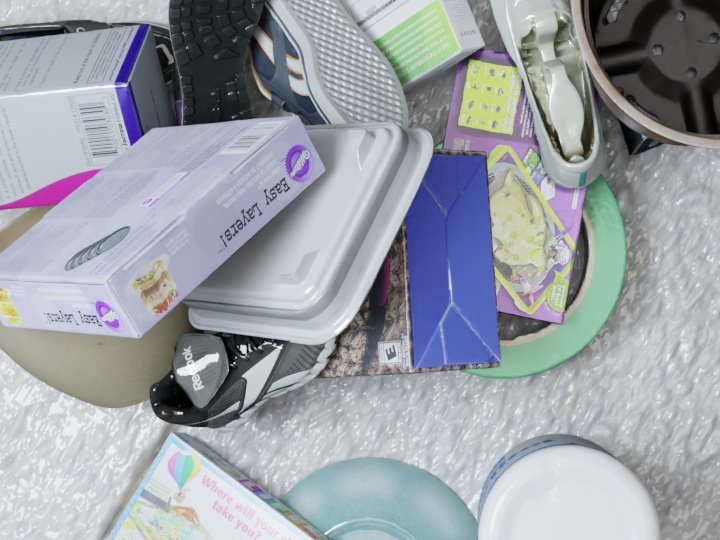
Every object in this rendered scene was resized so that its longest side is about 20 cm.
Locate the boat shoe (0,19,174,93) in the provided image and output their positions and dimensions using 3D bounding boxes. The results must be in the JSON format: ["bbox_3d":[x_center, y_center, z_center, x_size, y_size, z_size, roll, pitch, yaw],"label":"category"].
[{"bbox_3d":[-0.236,-0.177,1.304,0.197,0.066,0.071,3,87,4],"label":"boat shoe"}]

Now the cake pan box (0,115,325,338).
[{"bbox_3d":[-0.144,-0.035,1.088,0.200,0.183,0.053,-45,120,-32],"label":"cake pan box"}]

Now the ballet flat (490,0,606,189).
[{"bbox_3d":[0.147,-0.163,1.205,0.069,0.069,0.203,-15,86,3],"label":"ballet flat"}]

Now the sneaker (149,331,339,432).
[{"bbox_3d":[-0.090,0.066,1.170,0.200,0.090,0.067,-40,61,41],"label":"sneaker"}]

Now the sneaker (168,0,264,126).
[{"bbox_3d":[-0.125,-0.185,1.256,0.075,0.088,0.202,-3,118,-19],"label":"sneaker"}]

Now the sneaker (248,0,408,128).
[{"bbox_3d":[-0.029,-0.152,1.244,0.078,0.080,0.201,-9,57,-32],"label":"sneaker"}]

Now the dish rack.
[{"bbox_3d":[-0.050,-0.037,1.119,0.043,0.199,0.173,37,70,-33],"label":"dish rack"}]

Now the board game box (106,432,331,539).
[{"bbox_3d":[-0.104,0.241,1.263,0.199,0.034,0.135,34,95,17],"label":"board game box"}]

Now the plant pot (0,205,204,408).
[{"bbox_3d":[-0.195,0.027,1.246,0.198,0.201,0.136,-22,116,3],"label":"plant pot"}]

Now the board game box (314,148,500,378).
[{"bbox_3d":[0.000,0.000,1.209,0.199,0.096,0.162,-8,85,47],"label":"board game box"}]

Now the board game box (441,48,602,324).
[{"bbox_3d":[0.119,-0.067,1.246,0.118,0.032,0.203,11,88,8],"label":"board game box"}]

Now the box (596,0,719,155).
[{"bbox_3d":[0.282,-0.201,1.250,0.198,0.107,0.150,-21,86,3],"label":"box"}]

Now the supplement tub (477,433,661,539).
[{"bbox_3d":[0.152,0.192,1.191,0.130,0.200,0.134,0,87,3],"label":"supplement tub"}]

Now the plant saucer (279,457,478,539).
[{"bbox_3d":[0.007,0.254,1.279,0.198,0.039,0.204,0,87,5],"label":"plant saucer"}]

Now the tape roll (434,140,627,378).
[{"bbox_3d":[0.115,-0.014,1.281,0.197,0.048,0.204,0,86,4],"label":"tape roll"}]

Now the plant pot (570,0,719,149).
[{"bbox_3d":[0.238,-0.172,1.099,0.197,0.198,0.203,0,87,4],"label":"plant pot"}]

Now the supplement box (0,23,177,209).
[{"bbox_3d":[-0.255,-0.117,1.248,0.197,0.104,0.102,-5,125,9],"label":"supplement box"}]

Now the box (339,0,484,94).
[{"bbox_3d":[0.006,-0.238,1.265,0.144,0.036,0.202,-26,83,46],"label":"box"}]
